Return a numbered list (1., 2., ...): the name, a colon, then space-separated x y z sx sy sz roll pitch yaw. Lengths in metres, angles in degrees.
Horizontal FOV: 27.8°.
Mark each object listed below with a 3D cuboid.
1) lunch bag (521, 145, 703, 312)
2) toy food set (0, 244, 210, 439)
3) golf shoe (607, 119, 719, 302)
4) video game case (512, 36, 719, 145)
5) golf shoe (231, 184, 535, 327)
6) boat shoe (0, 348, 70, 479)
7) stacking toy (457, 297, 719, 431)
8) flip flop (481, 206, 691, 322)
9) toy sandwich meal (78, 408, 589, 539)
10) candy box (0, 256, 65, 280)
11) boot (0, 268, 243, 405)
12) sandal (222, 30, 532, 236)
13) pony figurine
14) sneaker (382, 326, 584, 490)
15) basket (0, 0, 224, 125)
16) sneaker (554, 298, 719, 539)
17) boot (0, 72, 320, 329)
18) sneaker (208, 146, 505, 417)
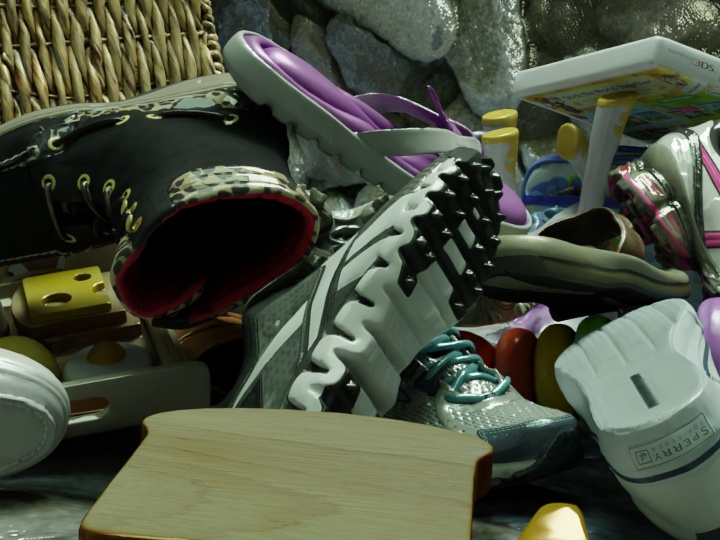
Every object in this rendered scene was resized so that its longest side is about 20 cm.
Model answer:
1. lunch bag: 0.211 -0.012 1.063 0.200 0.161 0.082 6 7 37
2. toy food set: -0.166 0.026 0.747 0.143 0.060 0.200 -10 26 -14
3. golf shoe: 0.235 -0.004 0.851 0.092 0.200 0.073 -34 -18 -1
4. video game case: 0.226 -0.111 0.995 0.182 0.023 0.200 17 -4 -19
5. golf shoe: 0.000 0.000 0.829 0.200 0.078 0.097 9 -23 -20
6. boat shoe: -0.203 0.071 0.570 0.200 0.072 0.069 6 23 -37
7. stacking toy: 0.123 0.057 0.780 0.200 0.086 0.085 -3 4 15
8. flip flop: 0.120 -0.008 0.787 0.081 0.058 0.200 -13 -14 32
9. toy sandwich meal: -0.016 0.087 0.380 0.205 0.070 0.205 1 5 0
10. candy box: -0.148 0.009 0.978 0.200 0.116 0.055 0 4 -13
11. boot: -0.129 0.051 0.843 0.200 0.077 0.155 7 6 -31
12. sandal: 0.022 -0.073 0.758 0.203 0.050 0.082 26 23 -29
13. pony figurine: 0.112 -0.001 0.942 0.193 0.200 0.166 -19 20 -30
14. sneaker: 0.020 0.053 0.690 0.078 0.086 0.200 -4 7 -42
15. basket: -0.172 -0.117 0.893 0.149 0.200 0.143 -8 -12 -21
16. sneaker: 0.132 0.067 0.648 0.073 0.071 0.200 -24 9 12
17. boot: -0.119 -0.027 0.709 0.200 0.073 0.151 -17 30 -8
18. sneaker: -0.007 0.017 0.649 0.090 0.200 0.066 8 -37 36
